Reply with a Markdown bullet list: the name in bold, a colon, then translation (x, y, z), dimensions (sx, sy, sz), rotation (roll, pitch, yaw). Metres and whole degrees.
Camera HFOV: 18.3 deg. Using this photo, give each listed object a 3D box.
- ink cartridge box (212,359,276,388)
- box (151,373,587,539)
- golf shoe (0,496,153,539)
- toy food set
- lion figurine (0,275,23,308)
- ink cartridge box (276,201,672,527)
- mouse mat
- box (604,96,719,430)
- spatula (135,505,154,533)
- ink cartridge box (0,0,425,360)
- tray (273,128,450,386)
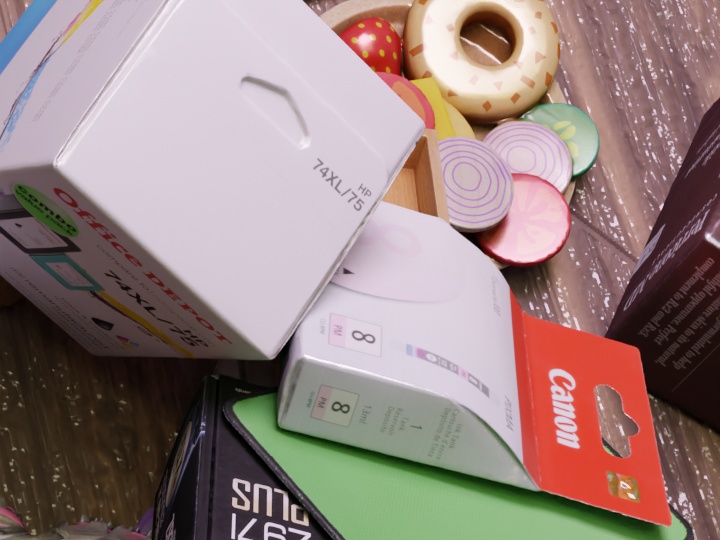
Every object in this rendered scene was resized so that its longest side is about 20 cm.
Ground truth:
- **ink cartridge box**: translation (0.022, 0.111, 1.205), dimensions (0.198, 0.085, 0.146), rotation (3, 59, -19)
- **box**: translation (0.005, 0.152, 1.038), dimensions (0.198, 0.087, 0.164), rotation (17, 32, -12)
- **golf shoe**: translation (-0.153, 0.168, 1.119), dimensions (0.198, 0.073, 0.093), rotation (10, 67, 15)
- **toy food set**: translation (0.046, -0.085, 1.335), dimensions (0.198, 0.049, 0.199), rotation (-11, 69, -22)
- **lion figurine**: translation (-0.181, -0.040, 1.227), dimensions (0.072, 0.123, 0.200), rotation (27, 71, 36)
- **ink cartridge box**: translation (0.059, 0.038, 1.104), dimensions (0.198, 0.057, 0.163), rotation (12, 31, -7)
- **mouse mat**: translation (0.049, 0.096, 1.062), dimensions (0.199, 0.008, 0.161), rotation (-9, 44, -44)
- **box**: translation (0.268, -0.018, 1.304), dimensions (0.163, 0.166, 0.201), rotation (30, 59, -2)
- **spatula**: translation (-0.129, 0.197, 1.146), dimensions (0.056, 0.021, 0.200), rotation (35, 46, 1)
- **ink cartridge box**: translation (-0.100, -0.056, 1.100), dimensions (0.147, 0.199, 0.147), rotation (43, 68, -23)
- **tray**: translation (0.000, 0.000, 1.201), dimensions (0.098, 0.037, 0.201), rotation (7, 47, -14)
